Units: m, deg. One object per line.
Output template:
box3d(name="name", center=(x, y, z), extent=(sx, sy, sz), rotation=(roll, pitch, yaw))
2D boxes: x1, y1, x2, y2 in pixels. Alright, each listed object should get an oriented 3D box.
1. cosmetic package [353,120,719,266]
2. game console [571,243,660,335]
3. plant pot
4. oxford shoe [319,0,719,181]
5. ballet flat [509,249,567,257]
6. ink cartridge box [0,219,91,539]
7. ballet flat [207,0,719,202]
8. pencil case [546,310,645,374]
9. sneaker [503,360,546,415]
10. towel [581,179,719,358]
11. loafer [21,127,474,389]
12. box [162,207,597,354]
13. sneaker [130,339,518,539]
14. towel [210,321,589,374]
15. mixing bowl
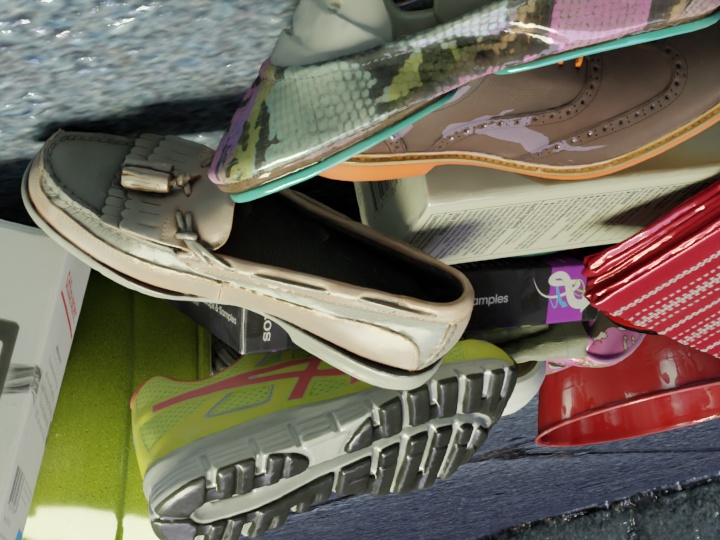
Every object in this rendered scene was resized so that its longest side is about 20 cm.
box3d(name="cosmetic package", center=(0.103, -0.057, 0.788), extent=(0.199, 0.072, 0.105), rotation=(-7, 165, -17))
box3d(name="game console", center=(0.213, -0.014, 0.975), extent=(0.199, 0.031, 0.177), rotation=(-9, -164, -11))
box3d(name="plant pot", center=(-0.189, 0.087, 0.922), extent=(0.191, 0.202, 0.200), rotation=(4, 163, -14))
box3d(name="oxford shoe", center=(0.066, -0.078, 0.683), extent=(0.198, 0.072, 0.073), rotation=(-10, 161, -6))
box3d(name="ballet flat", center=(0.118, -0.046, 0.883), extent=(0.199, 0.064, 0.067), rotation=(-2, -157, -33))
box3d(name="ink cartridge box", center=(-0.174, 0.048, 0.788), extent=(0.066, 0.201, 0.116), rotation=(12, 164, -3))
box3d(name="ballet flat", center=(0.030, -0.091, 0.605), extent=(0.199, 0.072, 0.069), rotation=(-21, -159, 6))
box3d(name="pencil case", center=(0.113, 0.035, 1.115), extent=(0.082, 0.087, 0.200), rotation=(1, 167, -18))
box3d(name="sneaker", center=(0.061, 0.066, 0.997), extent=(0.072, 0.085, 0.200), rotation=(-4, -169, -9))
box3d(name="towel", center=(0.207, -0.005, 0.814), extent=(0.144, 0.023, 0.199), rotation=(-33, 148, 27))
box3d(name="loafer", center=(-0.044, -0.017, 0.738), extent=(0.199, 0.072, 0.063), rotation=(25, 144, -8))
box3d(name="box", center=(0.000, 0.000, 0.872), extent=(0.199, 0.036, 0.143), rotation=(-2, -165, -28))
box3d(name="sneaker", center=(-0.018, 0.059, 0.820), extent=(0.199, 0.090, 0.078), rotation=(-12, 137, -26))
box3d(name="towel", center=(0.009, 0.020, 0.950), extent=(0.198, 0.035, 0.193), rotation=(-5, -168, -9))
box3d(name="mixing bowl", center=(0.210, 0.049, 1.222), extent=(0.199, 0.109, 0.200), rotation=(-11, 167, -2))
